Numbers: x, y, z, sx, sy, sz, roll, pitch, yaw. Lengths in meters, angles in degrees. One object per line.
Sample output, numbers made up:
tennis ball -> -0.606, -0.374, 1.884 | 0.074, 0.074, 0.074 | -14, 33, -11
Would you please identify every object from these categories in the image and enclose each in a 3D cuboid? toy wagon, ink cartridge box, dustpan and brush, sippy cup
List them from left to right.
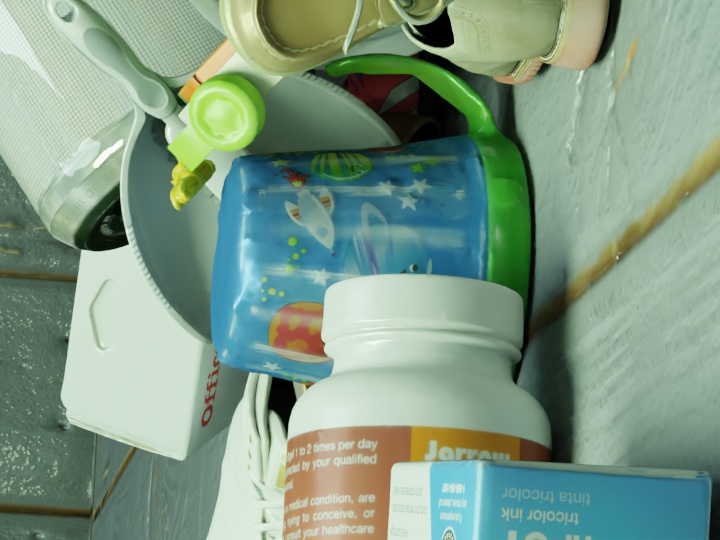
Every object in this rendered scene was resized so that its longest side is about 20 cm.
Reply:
dustpan and brush -> -0.081, -0.065, 1.324 | 0.140, 0.200, 0.057 | -45, 21, 1
ink cartridge box -> -0.080, 0.001, 1.611 | 0.200, 0.084, 0.145 | -36, -40, -57
toy wagon -> -0.030, -0.103, 1.240 | 0.200, 0.040, 0.155 | -43, 4, 30
sippy cup -> 0.000, 0.000, 1.290 | 0.140, 0.130, 0.178 | 107, 165, -47
ink cartridge box -> 0.058, 0.168, 0.977 | 0.145, 0.084, 0.201 | 157, 116, -78

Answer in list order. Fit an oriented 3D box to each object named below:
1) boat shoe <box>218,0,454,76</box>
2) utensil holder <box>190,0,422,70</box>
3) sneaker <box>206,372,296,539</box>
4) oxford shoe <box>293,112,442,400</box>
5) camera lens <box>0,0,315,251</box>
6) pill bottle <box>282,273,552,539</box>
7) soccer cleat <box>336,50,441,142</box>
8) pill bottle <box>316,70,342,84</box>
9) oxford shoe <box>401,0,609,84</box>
boat shoe -> 0.030, -0.147, 1.096 | 0.200, 0.073, 0.063 | -41, 23, 0
utensil holder -> -0.017, -0.220, 1.380 | 0.200, 0.169, 0.170 | -99, 17, -56
sneaker -> -0.045, 0.131, 1.450 | 0.116, 0.073, 0.201 | 108, 165, -64
oxford shoe -> 0.010, 0.013, 1.400 | 0.071, 0.071, 0.201 | 23, -116, -54
camera lens -> -0.130, -0.123, 1.442 | 0.200, 0.160, 0.160 | 57, 160, 10
pill bottle -> 0.023, 0.108, 1.162 | 0.112, 0.112, 0.201 | 132, 141, -74
soccer cleat -> -0.003, -0.062, 1.495 | 0.068, 0.073, 0.200 | -98, 16, -51
pill bottle -> -0.038, -0.156, 1.605 | 0.200, 0.119, 0.120 | -98, 16, -53
oxford shoe -> 0.051, -0.120, 1.218 | 0.200, 0.074, 0.071 | -179, 94, -80
